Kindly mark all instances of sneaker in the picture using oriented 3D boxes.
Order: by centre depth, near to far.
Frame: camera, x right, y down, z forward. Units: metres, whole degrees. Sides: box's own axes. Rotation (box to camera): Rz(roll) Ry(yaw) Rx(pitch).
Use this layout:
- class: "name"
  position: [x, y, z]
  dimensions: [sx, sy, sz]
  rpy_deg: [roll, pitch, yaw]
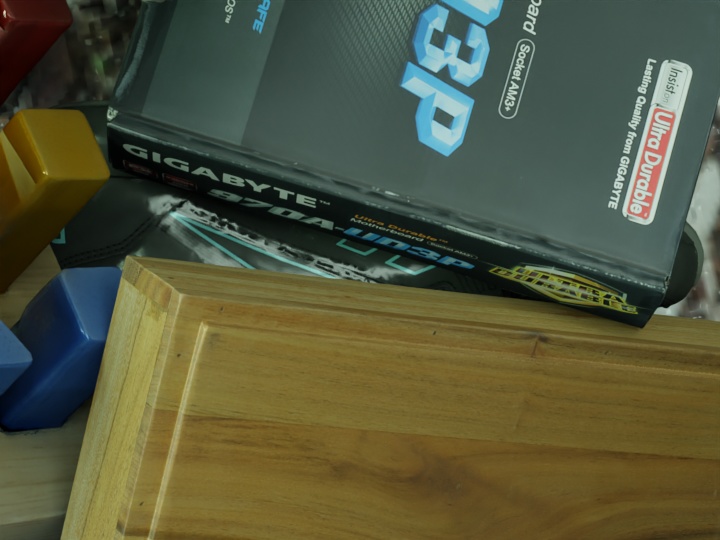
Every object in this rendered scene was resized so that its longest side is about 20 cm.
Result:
- class: "sneaker"
  position: [0.000, 0.000, 0.802]
  dimensions: [0.199, 0.075, 0.080]
  rpy_deg: [7, 86, -3]

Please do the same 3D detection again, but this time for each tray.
- class: "tray"
  position: [0.020, 0.057, 0.742]
  dimensions: [0.199, 0.037, 0.099]
  rpy_deg: [6, 104, -33]

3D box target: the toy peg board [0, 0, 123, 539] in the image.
- class: "toy peg board"
  position: [-0.146, -0.034, 0.690]
  dimensions: [0.199, 0.098, 0.200]
  rpy_deg: [-4, 59, -46]

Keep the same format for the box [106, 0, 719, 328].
- class: "box"
  position: [0.032, -0.101, 0.763]
  dimensions: [0.158, 0.046, 0.201]
  rpy_deg: [17, 74, 1]

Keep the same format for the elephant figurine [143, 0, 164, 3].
- class: "elephant figurine"
  position: [-0.057, -0.131, 0.667]
  dimensions: [0.155, 0.142, 0.200]
  rpy_deg: [-36, 69, -24]
